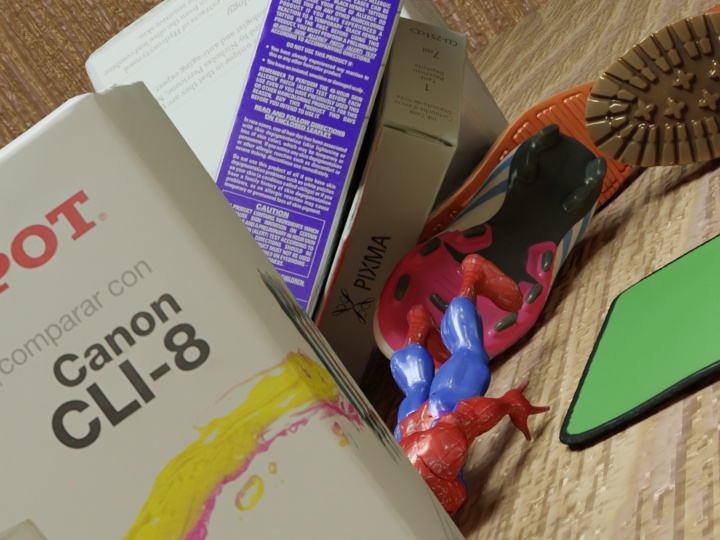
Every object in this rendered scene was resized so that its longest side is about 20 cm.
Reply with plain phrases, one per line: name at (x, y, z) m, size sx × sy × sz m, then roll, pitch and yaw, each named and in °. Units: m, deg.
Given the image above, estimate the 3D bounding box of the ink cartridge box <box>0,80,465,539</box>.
ink cartridge box at (-0.065, 0.069, 0.428) m, size 0.145 × 0.200 × 0.145 m, roll -35°, pitch 7°, yaw 1°

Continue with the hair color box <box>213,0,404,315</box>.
hair color box at (-0.030, -0.067, 0.766) m, size 0.109 × 0.065 × 0.200 m, roll -176°, pitch 105°, yaw -87°

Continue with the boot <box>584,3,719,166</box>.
boot at (0.213, -0.117, 0.879) m, size 0.200 × 0.075 × 0.107 m, roll -26°, pitch 5°, yaw 4°

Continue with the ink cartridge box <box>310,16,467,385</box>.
ink cartridge box at (0.000, 0.000, 0.826) m, size 0.176 × 0.045 × 0.200 m, roll -79°, pitch 7°, yaw -46°

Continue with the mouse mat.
mouse mat at (0.169, -0.008, 0.614) m, size 0.200 × 0.008 × 0.161 m, roll -31°, pitch 9°, yaw 26°

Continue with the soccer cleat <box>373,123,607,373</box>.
soccer cleat at (0.065, 0.004, 0.829) m, size 0.200 × 0.070 × 0.086 m, roll -46°, pitch -10°, yaw -42°

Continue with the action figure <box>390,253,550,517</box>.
action figure at (0.032, 0.061, 0.637) m, size 0.065 × 0.052 × 0.200 m, roll -38°, pitch 11°, yaw 25°

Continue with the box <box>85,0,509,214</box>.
box at (-0.023, -0.086, 1.021) m, size 0.200 × 0.171 × 0.199 m, roll -34°, pitch -33°, yaw 11°

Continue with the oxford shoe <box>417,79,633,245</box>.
oxford shoe at (0.088, -0.044, 0.957) m, size 0.200 × 0.071 × 0.073 m, roll -38°, pitch 3°, yaw -18°
